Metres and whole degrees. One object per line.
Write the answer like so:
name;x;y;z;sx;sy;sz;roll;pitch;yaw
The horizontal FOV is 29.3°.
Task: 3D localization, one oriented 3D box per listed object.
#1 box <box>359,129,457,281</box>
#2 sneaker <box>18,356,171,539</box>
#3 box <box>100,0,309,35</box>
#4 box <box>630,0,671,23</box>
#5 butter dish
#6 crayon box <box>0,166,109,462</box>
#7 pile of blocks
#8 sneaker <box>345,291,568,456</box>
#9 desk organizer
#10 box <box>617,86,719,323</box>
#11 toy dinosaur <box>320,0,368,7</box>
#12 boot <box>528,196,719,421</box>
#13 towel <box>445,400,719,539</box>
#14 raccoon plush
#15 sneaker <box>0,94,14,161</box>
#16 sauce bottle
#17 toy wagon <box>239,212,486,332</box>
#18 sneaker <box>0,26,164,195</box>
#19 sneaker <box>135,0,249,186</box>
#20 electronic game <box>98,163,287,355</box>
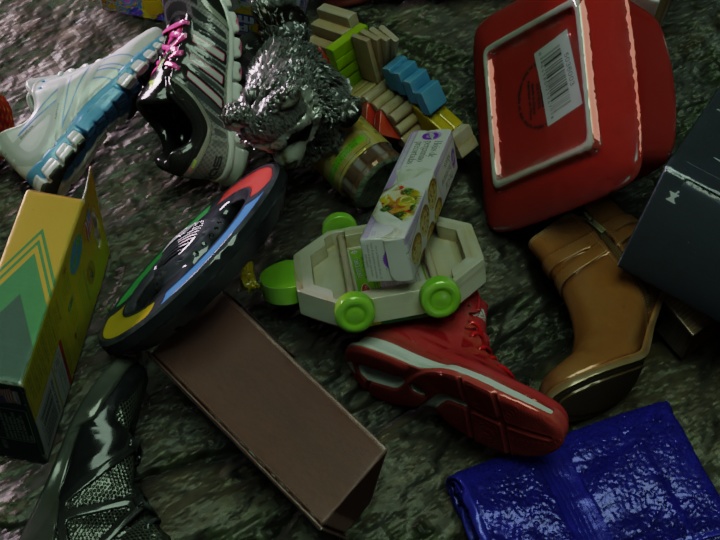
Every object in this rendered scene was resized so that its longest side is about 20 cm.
box;0.042;-0.057;1.136;0.038;0.042;0.201;-1;29;16
sneaker;-0.177;0.167;1.032;0.113;0.077;0.201;15;61;5
box;-0.141;-0.333;1.281;0.197;0.194;0.123;11;57;4
box;0.243;-0.280;1.291;0.105;0.153;0.201;21;59;11
butter dish;0.204;-0.142;1.191;0.146;0.199;0.203;5;75;-33
crayon box;-0.250;0.031;1.084;0.050;0.128;0.202;9;56;3
pile of blocks;0.016;-0.163;1.246;0.200;0.082;0.062;41;64;20
sneaker;0.094;0.063;1.088;0.198;0.079;0.116;21;54;30
desk organizer;-0.064;0.107;1.062;0.200;0.072;0.077;42;88;21
box;0.320;-0.051;1.136;0.147;0.105;0.200;30;39;13
toy dinosaur;0.051;-0.294;1.334;0.181;0.105;0.200;-40;78;-2
boot;0.187;0.028;1.142;0.198;0.074;0.155;-25;62;-30
towel;0.179;0.187;1.050;0.198;0.050;0.149;-17;61;-13
raccoon plush;-0.085;-0.169;1.152;0.096;0.134;0.201;-38;68;13
sneaker;-0.370;-0.074;1.190;0.076;0.073;0.201;5;49;24
sauce bottle;-0.046;-0.139;1.240;0.064;0.065;0.200;-36;64;-23
toy wagon;0.000;0.000;1.132;0.197;0.040;0.156;-10;28;-1
sneaker;-0.249;-0.159;1.228;0.086;0.075;0.201;34;61;7
sneaker;-0.154;-0.171;1.196;0.087;0.073;0.203;-9;91;-40
electronic game;-0.132;-0.010;1.089;0.042;0.199;0.201;45;61;-15
